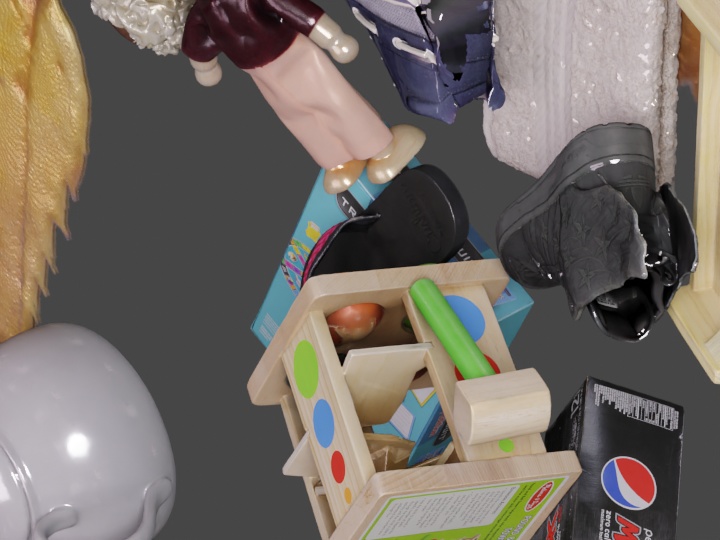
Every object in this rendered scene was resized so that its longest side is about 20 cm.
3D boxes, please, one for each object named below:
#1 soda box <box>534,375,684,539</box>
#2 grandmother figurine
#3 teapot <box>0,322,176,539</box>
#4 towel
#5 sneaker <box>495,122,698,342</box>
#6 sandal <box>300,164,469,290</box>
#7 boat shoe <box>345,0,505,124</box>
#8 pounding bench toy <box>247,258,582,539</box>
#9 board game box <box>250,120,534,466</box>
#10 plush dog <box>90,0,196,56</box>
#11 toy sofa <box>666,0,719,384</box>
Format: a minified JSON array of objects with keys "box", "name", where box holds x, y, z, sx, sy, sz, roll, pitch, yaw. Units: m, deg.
[{"box":[0.133,0.164,1.647,0.063,0.200,0.071,17,144,-11],"name":"soda box"},{"box":[-0.053,-0.130,1.701,0.121,0.061,0.200,-17,126,34],"name":"grandmother figurine"},{"box":[-0.238,0.144,2.190,0.198,0.146,0.200,60,146,6],"name":"teapot"},{"box":[0.119,-0.122,1.606,0.132,0.034,0.200,32,136,41],"name":"towel"},{"box":[0.123,-0.005,1.564,0.200,0.060,0.104,122,143,-61],"name":"sneaker"},{"box":[0.000,0.000,1.759,0.075,0.045,0.200,57,147,11],"name":"sandal"},{"box":[0.021,-0.141,1.659,0.200,0.075,0.093,-139,37,-66],"name":"boat shoe"},{"box":[0.036,0.061,1.647,0.200,0.124,0.156,121,137,-52],"name":"pounding bench toy"},{"box":[0.016,0.028,1.841,0.151,0.047,0.200,51,145,19],"name":"board game box"},{"box":[-0.105,-0.237,1.738,0.172,0.161,0.200,10,145,52],"name":"plush dog"},{"box":[0.213,-0.048,1.498,0.083,0.097,0.200,-118,22,-54],"name":"toy sofa"}]
